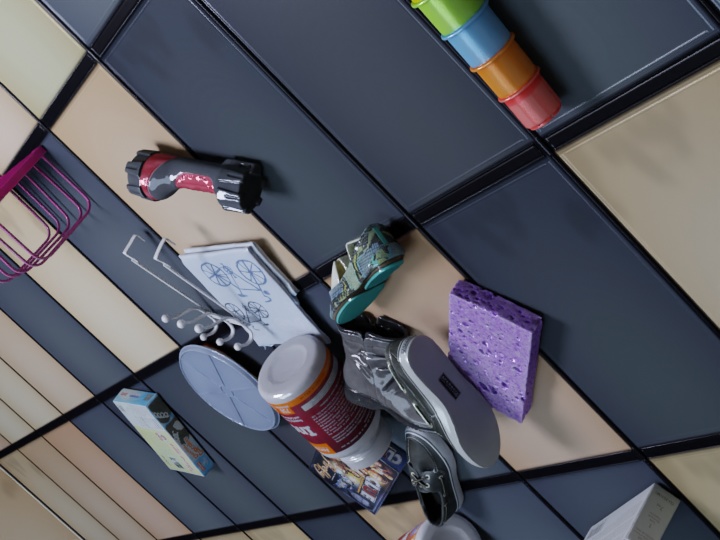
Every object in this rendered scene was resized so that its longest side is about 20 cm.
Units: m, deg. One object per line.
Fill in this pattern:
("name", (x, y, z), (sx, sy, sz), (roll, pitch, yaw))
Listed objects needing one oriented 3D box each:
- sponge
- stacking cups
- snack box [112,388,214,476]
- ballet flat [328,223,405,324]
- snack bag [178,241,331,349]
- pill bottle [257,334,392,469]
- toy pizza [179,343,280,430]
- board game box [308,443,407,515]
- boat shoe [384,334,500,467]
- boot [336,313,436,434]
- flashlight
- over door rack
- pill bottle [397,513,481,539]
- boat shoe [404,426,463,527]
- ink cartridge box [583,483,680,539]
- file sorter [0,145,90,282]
("sponge", (0.158, 0.100, 1.433), (0.111, 0.030, 0.200), (26, 148, 22))
("stacking cups", (0.107, -0.212, 1.054), (0.200, 0.061, 0.060), (44, 149, -17))
("snack box", (-0.375, 0.310, 2.275), (0.116, 0.037, 0.200), (1, 133, 47))
("ballet flat", (0.000, 0.000, 1.450), (0.074, 0.074, 0.200), (39, 148, -1))
("snack bag", (-0.145, 0.037, 1.683), (0.188, 0.021, 0.200), (-6, 131, 51))
("pill bottle", (-0.044, 0.191, 1.678), (0.113, 0.113, 0.200), (-1, 140, 47))
("toy pizza", (-0.209, 0.186, 1.939), (0.200, 0.032, 0.201), (26, 148, 18))
("board game box", (-0.005, 0.303, 1.873), (0.135, 0.035, 0.200), (33, 149, 9))
("boat shoe", (0.103, 0.163, 1.487), (0.064, 0.071, 0.200), (-15, 114, 54))
("boot", (0.059, 0.132, 1.551), (0.199, 0.070, 0.132), (12, 129, 20))
("flashlight", (-0.211, -0.110, 1.511), (0.199, 0.068, 0.068), (15, 141, 36))
("over door rack", (-0.260, 0.039, 1.728), (0.200, 0.067, 0.148), (50, 160, -23))
("pill bottle", (0.108, 0.460, 1.885), (0.112, 0.112, 0.200), (38, 149, 1))
("boat shoe", (0.103, 0.301, 1.733), (0.068, 0.057, 0.200), (14, 142, 36))
("ink cartridge box", (0.307, 0.371, 1.494), (0.043, 0.174, 0.200), (35, 150, 5))
("file sorter", (-0.518, -0.076, 1.818), (0.125, 0.139, 0.200), (45, 149, -18))
